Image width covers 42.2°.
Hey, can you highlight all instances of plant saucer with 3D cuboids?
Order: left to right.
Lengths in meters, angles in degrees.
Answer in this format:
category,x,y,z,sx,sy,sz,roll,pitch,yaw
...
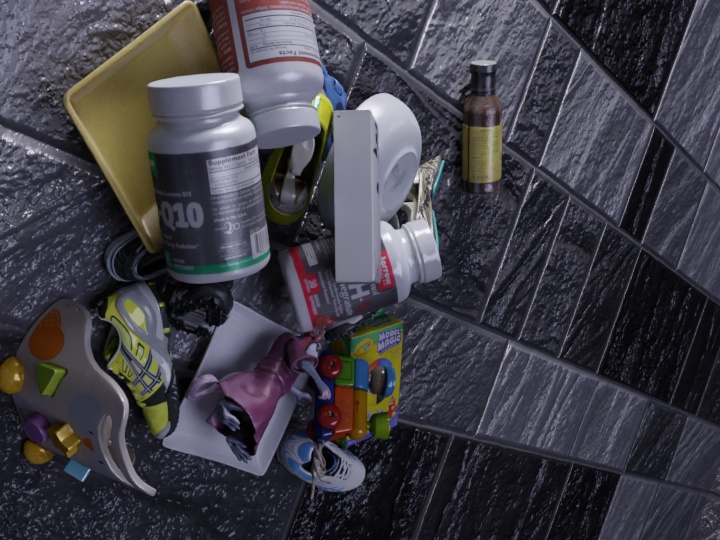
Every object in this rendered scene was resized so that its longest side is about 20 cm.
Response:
category,x,y,z,sx,sy,sz,roll,pitch,yaw
plant saucer,-0.219,-0.156,1.013,0.200,0.048,0.201,-50,133,-33

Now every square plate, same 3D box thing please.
category,x,y,z,sx,sy,sz,roll,pitch,yaw
square plate,-0.155,0.157,1.232,0.200,0.028,0.199,32,80,-48

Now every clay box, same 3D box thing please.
category,x,y,z,sx,sy,sz,roll,pitch,yaw
clay box,0.008,0.150,1.395,0.114,0.047,0.202,-15,116,-43

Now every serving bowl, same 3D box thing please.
category,x,y,z,sx,sy,sz,roll,pitch,yaw
serving bowl,0.027,-0.132,1.252,0.200,0.065,0.201,-45,150,-36

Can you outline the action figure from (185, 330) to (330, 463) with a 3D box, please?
category,x,y,z,sx,sy,sz,roll,pitch,yaw
action figure,-0.119,0.139,1.197,0.149,0.134,0.200,38,55,-4

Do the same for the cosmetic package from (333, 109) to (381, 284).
category,x,y,z,sx,sy,sz,roll,pitch,yaw
cosmetic package,-0.003,-0.085,1.121,0.083,0.050,0.202,14,75,-81

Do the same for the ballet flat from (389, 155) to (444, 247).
category,x,y,z,sx,sy,sz,roll,pitch,yaw
ballet flat,0.080,-0.092,1.352,0.068,0.075,0.201,105,-6,-57

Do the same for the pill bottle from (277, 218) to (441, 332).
category,x,y,z,sx,sy,sz,roll,pitch,yaw
pill bottle,0.000,0.000,1.218,0.198,0.111,0.111,-18,122,-6

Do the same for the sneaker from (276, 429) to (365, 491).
category,x,y,z,sx,sy,sz,roll,pitch,yaw
sneaker,-0.047,0.287,1.367,0.200,0.072,0.072,37,75,-49

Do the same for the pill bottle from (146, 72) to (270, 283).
category,x,y,z,sx,sy,sz,roll,pitch,yaw
pill bottle,-0.160,-0.098,0.971,0.113,0.113,0.202,-22,114,-41

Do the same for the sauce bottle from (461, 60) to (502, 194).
category,x,y,z,sx,sy,sz,roll,pitch,yaw
sauce bottle,0.189,-0.221,1.443,0.064,0.064,0.202,-22,122,-41

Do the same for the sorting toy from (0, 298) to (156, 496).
category,x,y,z,sx,sy,sz,roll,pitch,yaw
sorting toy,-0.280,0.158,0.979,0.107,0.179,0.202,-32,125,-36

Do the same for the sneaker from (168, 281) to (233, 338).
category,x,y,z,sx,sy,sz,roll,pitch,yaw
sneaker,-0.177,0.018,1.064,0.066,0.200,0.091,20,74,-11

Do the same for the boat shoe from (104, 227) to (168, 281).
category,x,y,z,sx,sy,sz,roll,pitch,yaw
boat shoe,-0.197,-0.041,1.078,0.200,0.071,0.073,-40,130,-31

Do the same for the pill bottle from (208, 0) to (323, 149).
category,x,y,z,sx,sy,sz,roll,pitch,yaw
pill bottle,-0.102,-0.243,1.026,0.112,0.112,0.202,-5,83,-46

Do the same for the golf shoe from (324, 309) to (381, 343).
category,x,y,z,sx,sy,sz,roll,pitch,yaw
golf shoe,-0.005,0.020,1.315,0.095,0.078,0.200,50,50,-10

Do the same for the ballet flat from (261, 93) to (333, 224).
category,x,y,z,sx,sy,sz,roll,pitch,yaw
ballet flat,-0.081,-0.122,1.131,0.066,0.067,0.201,13,128,-12

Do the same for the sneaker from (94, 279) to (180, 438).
category,x,y,z,sx,sy,sz,roll,pitch,yaw
sneaker,-0.257,0.107,1.082,0.076,0.075,0.202,-15,114,-21

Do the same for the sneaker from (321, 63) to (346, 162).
category,x,y,z,sx,sy,sz,roll,pitch,yaw
sneaker,-0.066,-0.224,1.158,0.082,0.074,0.201,-37,138,-30

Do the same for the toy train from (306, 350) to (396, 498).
category,x,y,z,sx,sy,sz,roll,pitch,yaw
toy train,-0.011,0.215,1.273,0.115,0.085,0.202,7,64,-13
